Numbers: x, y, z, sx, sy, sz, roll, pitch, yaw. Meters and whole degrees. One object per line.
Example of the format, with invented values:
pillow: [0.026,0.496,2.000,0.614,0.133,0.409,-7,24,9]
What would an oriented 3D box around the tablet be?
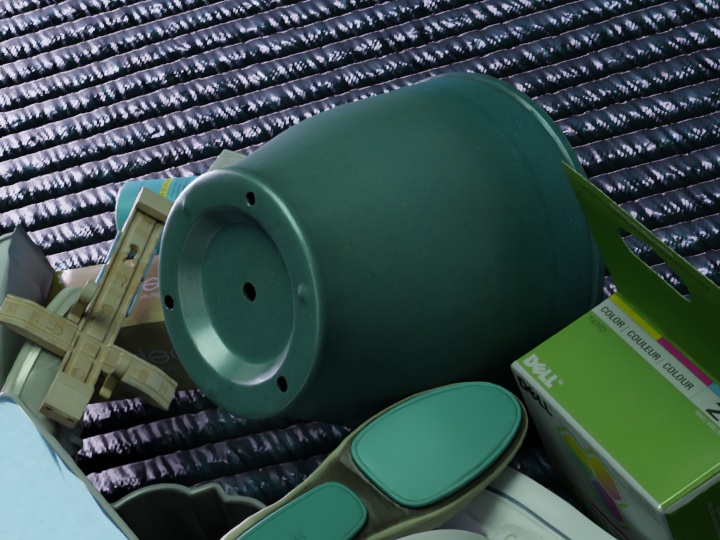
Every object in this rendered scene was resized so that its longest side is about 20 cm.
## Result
tablet: [-0.184,0.166,1.159,0.130,0.014,0.200,-38,60,-12]

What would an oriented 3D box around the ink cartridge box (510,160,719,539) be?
ink cartridge box: [0.140,0.064,1.111,0.076,0.201,0.148,-33,40,-9]

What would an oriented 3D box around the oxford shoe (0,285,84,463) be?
oxford shoe: [-0.188,0.089,1.283,0.057,0.075,0.201,18,41,-2]

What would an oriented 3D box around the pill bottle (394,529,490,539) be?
pill bottle: [0.048,0.233,1.033,0.108,0.109,0.201,-22,56,4]

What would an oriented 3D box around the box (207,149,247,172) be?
box: [-0.010,-0.026,1.382,0.199,0.039,0.042,17,54,24]

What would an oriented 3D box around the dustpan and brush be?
dustpan and brush: [-0.243,0.080,1.355,0.057,0.140,0.202,7,77,4]

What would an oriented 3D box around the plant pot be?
plant pot: [0.000,0.000,1.199,0.187,0.202,0.199,-13,25,-43]

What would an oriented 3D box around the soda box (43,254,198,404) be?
soda box: [-0.102,0.030,1.379,0.199,0.068,0.064,-9,43,19]

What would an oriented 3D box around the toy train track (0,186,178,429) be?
toy train track: [-0.146,0.013,1.305,0.033,0.114,0.201,-54,12,40]

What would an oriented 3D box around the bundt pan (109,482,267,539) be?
bundt pan: [-0.111,0.215,1.179,0.200,0.076,0.203,-15,42,13]

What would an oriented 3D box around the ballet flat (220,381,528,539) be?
ballet flat: [0.001,0.124,1.130,0.199,0.070,0.069,-29,38,-25]

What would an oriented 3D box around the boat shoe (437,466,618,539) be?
boat shoe: [0.093,0.160,1.133,0.065,0.074,0.199,-40,41,-22]

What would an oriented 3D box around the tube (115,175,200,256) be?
tube: [-0.064,-0.041,1.458,0.198,0.051,0.078,-4,53,17]
